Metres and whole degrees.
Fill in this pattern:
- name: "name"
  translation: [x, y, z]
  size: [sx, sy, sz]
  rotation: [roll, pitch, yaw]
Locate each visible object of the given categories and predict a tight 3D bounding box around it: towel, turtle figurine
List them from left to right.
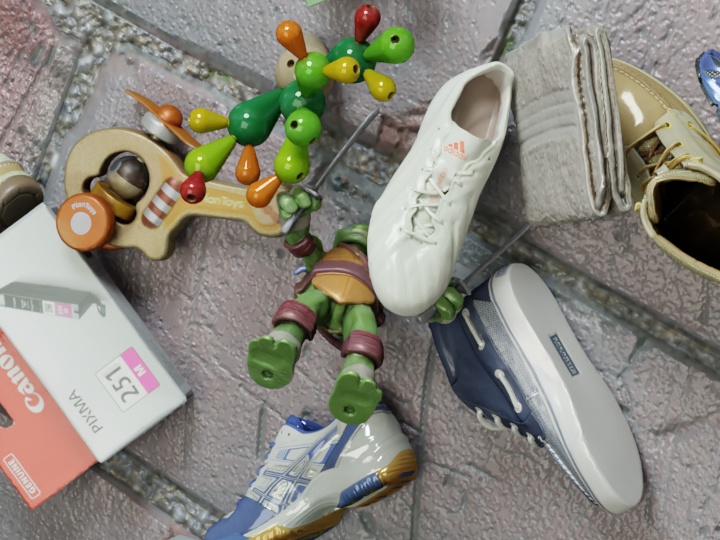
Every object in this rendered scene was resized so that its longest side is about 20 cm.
- name: "turtle figurine"
  translation: [0.000, 0.000, 1.484]
  size: [0.200, 0.194, 0.144]
  rotation: [-23, 120, 33]
- name: "towel"
  translation: [0.139, -0.097, 1.417]
  size: [0.034, 0.200, 0.133]
  rotation: [-7, 89, -10]

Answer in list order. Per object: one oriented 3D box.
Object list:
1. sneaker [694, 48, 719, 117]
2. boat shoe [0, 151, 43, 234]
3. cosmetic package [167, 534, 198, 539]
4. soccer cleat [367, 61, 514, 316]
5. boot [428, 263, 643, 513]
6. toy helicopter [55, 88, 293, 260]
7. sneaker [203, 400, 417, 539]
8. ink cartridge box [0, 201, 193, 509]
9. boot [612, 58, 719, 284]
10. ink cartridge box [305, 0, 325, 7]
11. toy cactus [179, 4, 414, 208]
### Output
- name: "sneaker"
  translation: [0.321, -0.106, 1.392]
  size: [0.199, 0.075, 0.079]
  rotation: [27, 100, 12]
- name: "boat shoe"
  translation: [-0.342, -0.015, 1.738]
  size: [0.076, 0.072, 0.200]
  rotation: [45, 108, 29]
- name: "cosmetic package"
  translation: [-0.103, 0.344, 1.637]
  size: [0.199, 0.123, 0.201]
  rotation: [12, 104, 25]
- name: "soccer cleat"
  translation: [0.057, -0.063, 1.446]
  size: [0.069, 0.201, 0.078]
  rotation: [26, 153, -12]
- name: "boot"
  translation: [0.130, 0.101, 1.519]
  size: [0.090, 0.073, 0.201]
  rotation: [-35, 74, 34]
- name: "toy helicopter"
  translation: [-0.141, -0.071, 1.631]
  size: [0.199, 0.079, 0.133]
  rotation: [9, 93, 14]
- name: "sneaker"
  translation: [-0.048, 0.164, 1.618]
  size: [0.200, 0.075, 0.088]
  rotation: [-31, 72, 20]
- name: "ink cartridge box"
  translation: [-0.264, 0.073, 1.674]
  size: [0.173, 0.044, 0.200]
  rotation: [-36, 91, 7]
- name: "boot"
  translation: [0.207, -0.069, 1.394]
  size: [0.073, 0.155, 0.200]
  rotation: [-39, 82, 13]
- name: "ink cartridge box"
  translation: [-0.014, -0.308, 1.525]
  size: [0.104, 0.059, 0.201]
  rotation: [-16, 91, 28]
- name: "toy cactus"
  translation: [-0.051, -0.136, 1.510]
  size: [0.200, 0.165, 0.102]
  rotation: [-41, 108, 19]
